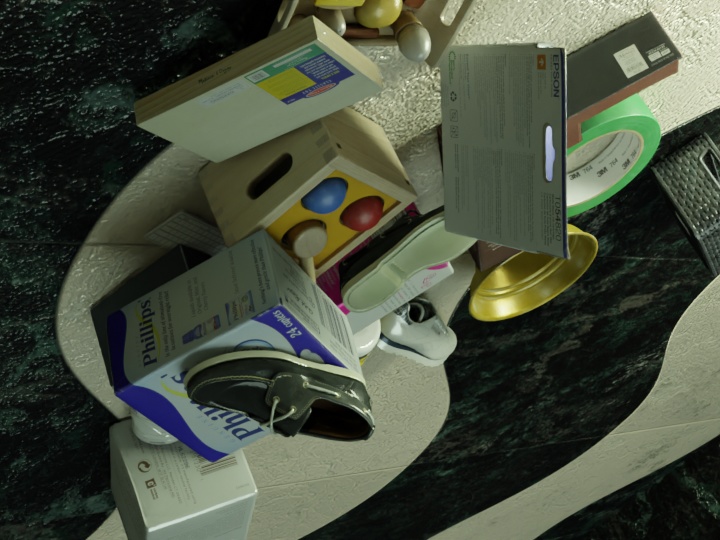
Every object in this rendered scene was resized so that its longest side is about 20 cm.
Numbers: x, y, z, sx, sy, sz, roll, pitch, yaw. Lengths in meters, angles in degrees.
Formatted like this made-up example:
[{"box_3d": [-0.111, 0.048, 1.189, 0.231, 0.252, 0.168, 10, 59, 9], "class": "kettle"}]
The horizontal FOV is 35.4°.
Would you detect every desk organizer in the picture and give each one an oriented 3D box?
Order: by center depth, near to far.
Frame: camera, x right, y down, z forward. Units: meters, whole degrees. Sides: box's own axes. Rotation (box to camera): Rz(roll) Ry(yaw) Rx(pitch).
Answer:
[{"box_3d": [0.265, -0.206, 1.302, 0.198, 0.072, 0.077, -28, 155, 2], "class": "desk organizer"}]

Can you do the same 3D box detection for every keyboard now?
[{"box_3d": [-0.166, -0.025, 1.294, 0.056, 0.011, 0.199, -36, 151, 16], "class": "keyboard"}]

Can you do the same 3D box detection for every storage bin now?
[{"box_3d": [0.505, -0.092, 1.635, 0.093, 0.136, 0.200, -32, 152, 11], "class": "storage bin"}]

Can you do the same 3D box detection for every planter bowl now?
[{"box_3d": [0.222, -0.021, 1.564, 0.198, 0.084, 0.201, -21, 153, -11], "class": "planter bowl"}]

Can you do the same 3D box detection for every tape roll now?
[{"box_3d": [0.287, -0.146, 1.447, 0.198, 0.049, 0.201, -21, 152, -11], "class": "tape roll"}]

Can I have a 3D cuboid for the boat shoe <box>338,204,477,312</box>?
[{"box_3d": [0.056, -0.033, 1.275, 0.199, 0.066, 0.074, -38, 135, 13], "class": "boat shoe"}]

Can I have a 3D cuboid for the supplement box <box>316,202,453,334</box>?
[{"box_3d": [0.000, 0.000, 1.375, 0.198, 0.104, 0.101, -30, 155, 4], "class": "supplement box"}]

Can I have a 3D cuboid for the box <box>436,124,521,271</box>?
[{"box_3d": [0.149, -0.095, 1.356, 0.074, 0.101, 0.201, -24, 153, -5], "class": "box"}]

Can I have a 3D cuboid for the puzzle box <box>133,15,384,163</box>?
[{"box_3d": [-0.092, -0.162, 1.044, 0.198, 0.026, 0.133, -20, 160, 22], "class": "puzzle box"}]

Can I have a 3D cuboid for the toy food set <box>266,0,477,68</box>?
[{"box_3d": [0.016, -0.241, 1.031, 0.198, 0.061, 0.144, -8, 147, -33], "class": "toy food set"}]

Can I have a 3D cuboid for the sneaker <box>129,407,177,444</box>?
[{"box_3d": [-0.213, 0.187, 1.518, 0.197, 0.076, 0.100, -6, 144, -6], "class": "sneaker"}]

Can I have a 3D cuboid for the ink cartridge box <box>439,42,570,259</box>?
[{"box_3d": [0.152, -0.123, 1.118, 0.040, 0.199, 0.203, -10, 106, -29], "class": "ink cartridge box"}]

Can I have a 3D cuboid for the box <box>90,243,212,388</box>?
[{"box_3d": [-0.190, 0.073, 1.330, 0.148, 0.108, 0.199, -33, 153, 19], "class": "box"}]

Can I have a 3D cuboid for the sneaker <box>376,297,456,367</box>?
[{"box_3d": [0.092, 0.084, 1.650, 0.081, 0.077, 0.199, -48, 148, 19], "class": "sneaker"}]

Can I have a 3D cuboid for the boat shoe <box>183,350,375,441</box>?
[{"box_3d": [-0.075, 0.126, 1.101, 0.198, 0.068, 0.072, 13, 131, -27], "class": "boat shoe"}]

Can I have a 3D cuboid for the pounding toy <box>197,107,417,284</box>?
[{"box_3d": [-0.055, -0.057, 1.194, 0.199, 0.143, 0.183, -38, 150, 21], "class": "pounding toy"}]

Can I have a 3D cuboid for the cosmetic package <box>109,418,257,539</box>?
[{"box_3d": [-0.258, 0.312, 1.620, 0.164, 0.169, 0.201, -16, 150, -22], "class": "cosmetic package"}]

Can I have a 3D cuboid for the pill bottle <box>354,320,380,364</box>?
[{"box_3d": [-0.058, 0.118, 1.527, 0.110, 0.112, 0.201, -7, 148, -32], "class": "pill bottle"}]

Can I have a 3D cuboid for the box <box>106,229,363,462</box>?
[{"box_3d": [-0.128, 0.085, 1.167, 0.198, 0.106, 0.184, -28, 139, 13], "class": "box"}]
